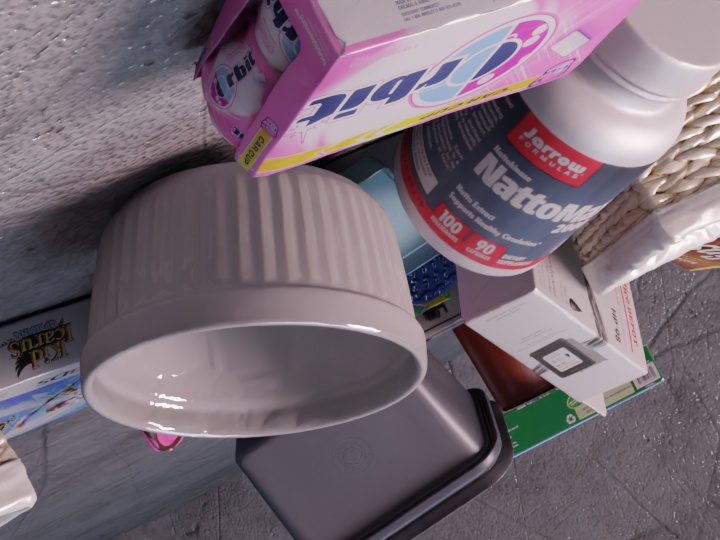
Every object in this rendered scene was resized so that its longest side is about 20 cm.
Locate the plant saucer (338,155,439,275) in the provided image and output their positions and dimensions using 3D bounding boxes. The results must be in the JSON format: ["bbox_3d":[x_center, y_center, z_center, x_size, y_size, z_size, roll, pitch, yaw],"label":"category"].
[{"bbox_3d":[0.014,-0.031,0.899,0.070,0.019,0.200,-32,160,9],"label":"plant saucer"}]

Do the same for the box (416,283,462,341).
[{"bbox_3d":[0.010,0.021,1.140,0.199,0.117,0.060,-28,171,4],"label":"box"}]

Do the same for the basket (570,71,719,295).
[{"bbox_3d":[0.231,-0.104,0.916,0.197,0.162,0.200,-25,170,-8],"label":"basket"}]

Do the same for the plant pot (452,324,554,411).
[{"bbox_3d":[0.167,0.024,1.350,0.200,0.196,0.201,-26,171,-4],"label":"plant pot"}]

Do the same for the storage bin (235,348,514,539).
[{"bbox_3d":[0.000,0.130,1.067,0.199,0.135,0.146,-34,-159,12],"label":"storage bin"}]

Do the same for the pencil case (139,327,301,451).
[{"bbox_3d":[-0.060,0.060,0.913,0.198,0.094,0.091,-16,-147,0],"label":"pencil case"}]

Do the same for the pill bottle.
[{"bbox_3d":[0.114,-0.093,0.759,0.119,0.120,0.200,-19,162,-38],"label":"pill bottle"}]

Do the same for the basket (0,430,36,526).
[{"bbox_3d":[-0.321,0.141,0.849,0.135,0.124,0.200,-18,169,-44],"label":"basket"}]

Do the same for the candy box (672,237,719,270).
[{"bbox_3d":[0.298,-0.046,1.126,0.116,0.057,0.199,-7,165,33],"label":"candy box"}]

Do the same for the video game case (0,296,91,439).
[{"bbox_3d":[-0.236,0.078,0.988,0.180,0.046,0.200,-19,168,-36],"label":"video game case"}]

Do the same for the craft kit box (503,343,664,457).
[{"bbox_3d":[0.193,0.145,1.340,0.199,0.049,0.198,-26,169,-4],"label":"craft kit box"}]

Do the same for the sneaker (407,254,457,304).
[{"bbox_3d":[0.000,0.000,1.036,0.199,0.078,0.071,-29,129,-22],"label":"sneaker"}]

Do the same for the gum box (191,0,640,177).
[{"bbox_3d":[0.030,-0.114,0.581,0.199,0.067,0.114,-21,168,-28],"label":"gum box"}]

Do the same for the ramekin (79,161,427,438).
[{"bbox_3d":[-0.064,0.019,0.775,0.198,0.106,0.200,-5,157,-2],"label":"ramekin"}]

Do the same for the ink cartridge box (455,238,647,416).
[{"bbox_3d":[0.157,0.021,1.029,0.066,0.117,0.200,-28,138,30],"label":"ink cartridge box"}]

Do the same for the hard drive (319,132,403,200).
[{"bbox_3d":[-0.025,-0.037,0.943,0.199,0.043,0.135,-26,171,-8],"label":"hard drive"}]

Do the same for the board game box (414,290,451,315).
[{"bbox_3d":[-0.035,0.023,1.085,0.199,0.096,0.030,-26,-169,4],"label":"board game box"}]
